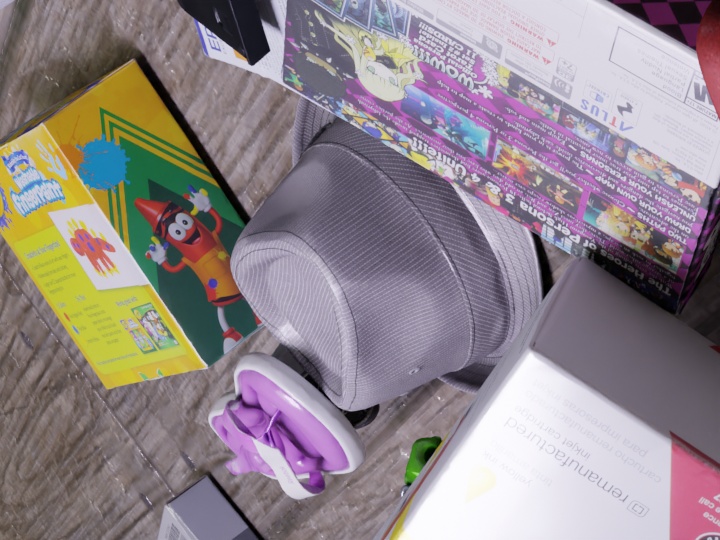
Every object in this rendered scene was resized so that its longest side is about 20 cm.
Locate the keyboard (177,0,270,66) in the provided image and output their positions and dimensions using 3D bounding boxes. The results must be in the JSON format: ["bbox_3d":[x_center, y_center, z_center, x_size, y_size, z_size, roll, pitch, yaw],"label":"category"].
[{"bbox_3d":[-0.073,-0.178,1.265,0.127,0.021,0.200,41,155,49],"label":"keyboard"}]

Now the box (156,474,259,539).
[{"bbox_3d":[-0.066,0.251,2.011,0.200,0.041,0.156,50,160,14],"label":"box"}]

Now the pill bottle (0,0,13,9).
[{"bbox_3d":[-0.201,-0.177,1.401,0.113,0.200,0.113,45,158,24],"label":"pill bottle"}]

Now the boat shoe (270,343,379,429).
[{"bbox_3d":[-0.019,0.062,1.580,0.066,0.070,0.200,36,156,0],"label":"boat shoe"}]

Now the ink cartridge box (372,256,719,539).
[{"bbox_3d":[0.091,0.119,1.206,0.145,0.083,0.200,33,124,0],"label":"ink cartridge box"}]

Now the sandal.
[{"bbox_3d":[-0.046,0.093,1.523,0.082,0.050,0.203,37,166,0],"label":"sandal"}]

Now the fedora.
[{"bbox_3d":[0.000,0.000,1.394,0.177,0.090,0.200,52,159,6],"label":"fedora"}]

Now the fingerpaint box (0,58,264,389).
[{"bbox_3d":[-0.139,-0.023,1.692,0.167,0.073,0.200,56,159,-7],"label":"fingerpaint box"}]

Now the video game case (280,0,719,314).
[{"bbox_3d":[0.061,-0.083,1.135,0.200,0.036,0.181,31,154,13],"label":"video game case"}]

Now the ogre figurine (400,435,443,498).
[{"bbox_3d":[0.120,0.134,1.327,0.120,0.098,0.200,2,134,53],"label":"ogre figurine"}]

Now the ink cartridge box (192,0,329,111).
[{"bbox_3d":[-0.033,-0.160,1.285,0.200,0.041,0.200,30,147,50],"label":"ink cartridge box"}]

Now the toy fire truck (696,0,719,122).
[{"bbox_3d":[0.159,-0.092,0.788,0.112,0.168,0.200,21,142,56],"label":"toy fire truck"}]
